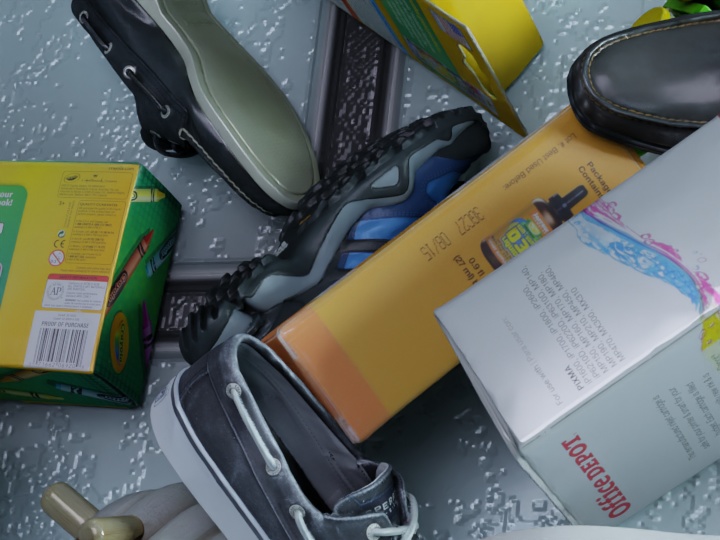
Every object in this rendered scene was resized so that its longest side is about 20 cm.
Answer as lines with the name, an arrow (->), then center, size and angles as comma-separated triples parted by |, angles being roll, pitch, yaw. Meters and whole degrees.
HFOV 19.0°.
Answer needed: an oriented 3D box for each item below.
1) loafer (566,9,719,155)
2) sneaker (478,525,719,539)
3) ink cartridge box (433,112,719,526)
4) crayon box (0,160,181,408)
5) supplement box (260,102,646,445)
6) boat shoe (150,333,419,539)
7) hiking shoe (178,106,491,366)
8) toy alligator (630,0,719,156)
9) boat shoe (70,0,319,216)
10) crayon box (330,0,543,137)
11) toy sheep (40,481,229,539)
loafer -> 0.197, -0.098, 1.004 | 0.198, 0.072, 0.073 | -5, 74, -6
sneaker -> 0.124, 0.174, 0.950 | 0.198, 0.075, 0.105 | 0, 62, 16
ink cartridge box -> 0.150, 0.019, 0.968 | 0.199, 0.148, 0.086 | -33, 60, 4
crayon box -> -0.206, 0.005, 1.160 | 0.198, 0.058, 0.120 | 2, 68, 22
supplement box -> 0.048, 0.001, 1.024 | 0.199, 0.069, 0.067 | -37, 91, -14
boat shoe -> -0.006, 0.114, 0.953 | 0.068, 0.072, 0.200 | -39, 89, 32
hiking shoe -> 0.000, 0.000, 1.085 | 0.200, 0.074, 0.087 | -43, 103, -15
toy alligator -> 0.182, -0.142, 1.082 | 0.201, 0.059, 0.054 | -56, 21, -8
boat shoe -> -0.097, -0.096, 1.159 | 0.066, 0.074, 0.200 | -46, 72, 27
crayon box -> 0.017, -0.161, 1.109 | 0.200, 0.126, 0.052 | 39, 84, 29
toy sheep -> -0.080, 0.163, 1.000 | 0.138, 0.138, 0.200 | -45, 69, -3
